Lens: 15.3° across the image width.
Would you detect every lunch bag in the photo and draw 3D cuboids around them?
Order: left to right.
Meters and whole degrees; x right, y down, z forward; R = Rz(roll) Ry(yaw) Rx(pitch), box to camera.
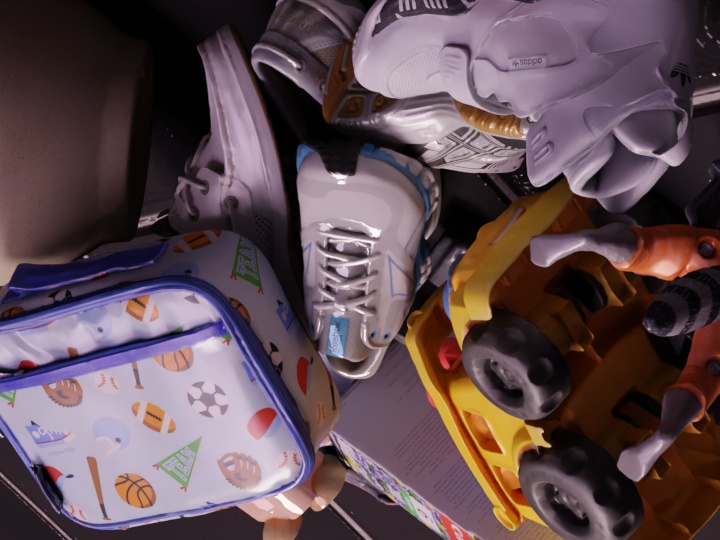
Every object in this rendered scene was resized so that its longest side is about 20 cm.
[{"bbox_3d":[-0.122,0.060,1.483,0.199,0.076,0.161,-14,120,31],"label":"lunch bag"}]

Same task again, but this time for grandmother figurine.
[{"bbox_3d":[-0.101,0.083,1.593,0.200,0.121,0.061,36,-171,-23],"label":"grandmother figurine"}]

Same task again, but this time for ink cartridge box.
[{"bbox_3d":[0.083,0.112,1.577,0.200,0.109,0.050,35,162,35],"label":"ink cartridge box"}]

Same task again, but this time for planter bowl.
[{"bbox_3d":[-0.192,-0.082,1.578,0.134,0.201,0.201,6,152,1],"label":"planter bowl"}]

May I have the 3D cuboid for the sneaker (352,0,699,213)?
[{"bbox_3d":[0.075,-0.083,1.240,0.199,0.116,0.075,-15,159,39],"label":"sneaker"}]

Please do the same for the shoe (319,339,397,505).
[{"bbox_3d":[0.062,0.109,1.669,0.199,0.091,0.072,16,149,36],"label":"shoe"}]

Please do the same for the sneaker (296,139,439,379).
[{"bbox_3d":[0.000,0.000,1.432,0.074,0.087,0.200,11,156,12],"label":"sneaker"}]

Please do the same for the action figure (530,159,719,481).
[{"bbox_3d":[0.197,0.029,1.251,0.201,0.193,0.105,61,152,15],"label":"action figure"}]

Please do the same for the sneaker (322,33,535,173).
[{"bbox_3d":[0.075,-0.089,1.356,0.199,0.076,0.087,5,162,47],"label":"sneaker"}]

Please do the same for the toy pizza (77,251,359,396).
[{"bbox_3d":[-0.093,0.032,1.618,0.199,0.032,0.201,9,153,5],"label":"toy pizza"}]

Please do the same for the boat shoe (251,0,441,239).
[{"bbox_3d":[-0.010,-0.074,1.475,0.074,0.065,0.202,21,151,30],"label":"boat shoe"}]

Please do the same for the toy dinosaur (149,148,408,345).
[{"bbox_3d":[-0.025,-0.017,1.608,0.199,0.077,0.102,24,173,1],"label":"toy dinosaur"}]

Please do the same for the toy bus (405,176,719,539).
[{"bbox_3d":[0.094,0.047,1.461,0.191,0.136,0.201,7,134,52],"label":"toy bus"}]

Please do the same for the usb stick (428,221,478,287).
[{"bbox_3d":[0.124,0.043,1.545,0.200,0.033,0.055,37,153,0],"label":"usb stick"}]

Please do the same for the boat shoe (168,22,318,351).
[{"bbox_3d":[-0.072,-0.035,1.474,0.071,0.069,0.201,-103,2,-67],"label":"boat shoe"}]
